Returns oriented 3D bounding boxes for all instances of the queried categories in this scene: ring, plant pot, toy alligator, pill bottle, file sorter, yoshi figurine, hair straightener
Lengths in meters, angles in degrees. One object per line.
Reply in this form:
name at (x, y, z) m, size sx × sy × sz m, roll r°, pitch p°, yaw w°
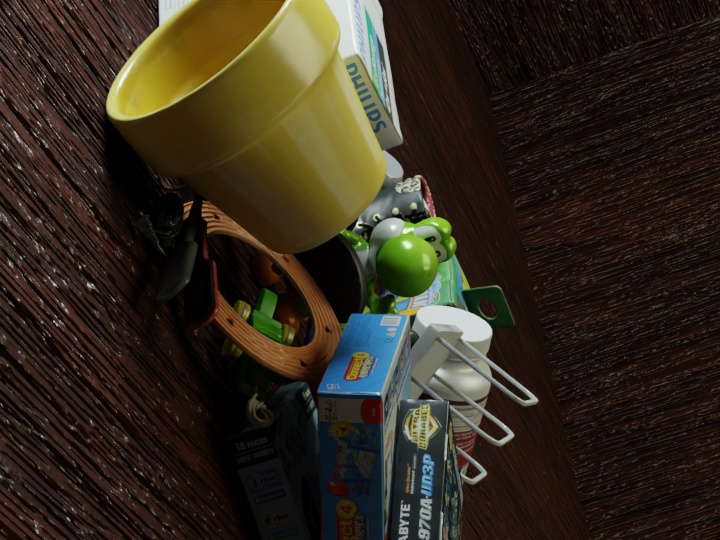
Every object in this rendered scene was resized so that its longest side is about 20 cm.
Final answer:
ring at (-0.093, 0.021, 1.474) m, size 0.200 × 0.019 × 0.201 m, roll 37°, pitch 24°, yaw -20°
plant pot at (-0.080, -0.124, 1.408) m, size 0.189 × 0.199 × 0.202 m, roll 52°, pitch 20°, yaw -29°
toy alligator at (-0.096, 0.087, 1.467) m, size 0.059 × 0.054 × 0.201 m, roll 27°, pitch 29°, yaw -16°
pill bottle at (0.078, 0.146, 1.828) m, size 0.113 × 0.112 × 0.202 m, roll -75°, pitch 179°, yaw -69°
file sorter at (0.072, 0.170, 1.679) m, size 0.124 × 0.201 × 0.139 m, roll 36°, pitch 6°, yaw 12°
yoshi figurine at (-0.003, 0.000, 1.658) m, size 0.113 × 0.198 × 0.113 m, roll 53°, pitch 23°, yaw -58°
hair straightener at (-0.148, -0.030, 1.376) m, size 0.077 × 0.041 × 0.201 m, roll 46°, pitch 21°, yaw -25°

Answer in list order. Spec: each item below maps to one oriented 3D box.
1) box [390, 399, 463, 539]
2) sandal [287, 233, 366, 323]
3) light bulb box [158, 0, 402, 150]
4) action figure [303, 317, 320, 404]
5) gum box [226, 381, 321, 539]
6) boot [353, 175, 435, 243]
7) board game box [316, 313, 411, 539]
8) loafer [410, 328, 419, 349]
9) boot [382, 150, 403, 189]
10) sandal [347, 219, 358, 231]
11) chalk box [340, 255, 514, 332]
box at (0.059, 0.229, 1.479) m, size 0.201 × 0.045 × 0.161 m, roll 78°, pitch 16°, yaw -59°
sandal at (-0.054, -0.028, 1.598) m, size 0.200 × 0.076 × 0.045 m, roll 44°, pitch 24°, yaw 30°
light bulb box at (-0.079, -0.194, 1.593) m, size 0.125 × 0.198 × 0.200 m, roll 59°, pitch 18°, yaw -46°
action figure at (-0.041, 0.106, 1.693) m, size 0.066 × 0.051 × 0.201 m, roll 56°, pitch 13°, yaw -39°
gum box at (-0.050, 0.216, 1.508) m, size 0.170 × 0.044 × 0.202 m, roll -44°, pitch 115°, yaw -76°
boot at (0.003, -0.037, 1.852) m, size 0.204 × 0.152 × 0.074 m, roll -81°, pitch 151°, yaw -65°
board game box at (0.007, 0.162, 1.458) m, size 0.200 × 0.055 × 0.198 m, roll -64°, pitch 154°, yaw -71°
loafer at (0.003, 0.094, 1.749) m, size 0.070 × 0.075 × 0.200 m, roll 60°, pitch -28°, yaw 12°
boot at (-0.048, -0.136, 1.971) m, size 0.200 × 0.096 × 0.073 m, roll 43°, pitch 30°, yaw 11°
sandal at (-0.055, -0.068, 1.718) m, size 0.043 × 0.077 × 0.199 m, roll 40°, pitch 13°, yaw 32°
chalk box at (0.074, 0.062, 1.923) m, size 0.125 × 0.198 × 0.126 m, roll -91°, pitch 160°, yaw -55°
